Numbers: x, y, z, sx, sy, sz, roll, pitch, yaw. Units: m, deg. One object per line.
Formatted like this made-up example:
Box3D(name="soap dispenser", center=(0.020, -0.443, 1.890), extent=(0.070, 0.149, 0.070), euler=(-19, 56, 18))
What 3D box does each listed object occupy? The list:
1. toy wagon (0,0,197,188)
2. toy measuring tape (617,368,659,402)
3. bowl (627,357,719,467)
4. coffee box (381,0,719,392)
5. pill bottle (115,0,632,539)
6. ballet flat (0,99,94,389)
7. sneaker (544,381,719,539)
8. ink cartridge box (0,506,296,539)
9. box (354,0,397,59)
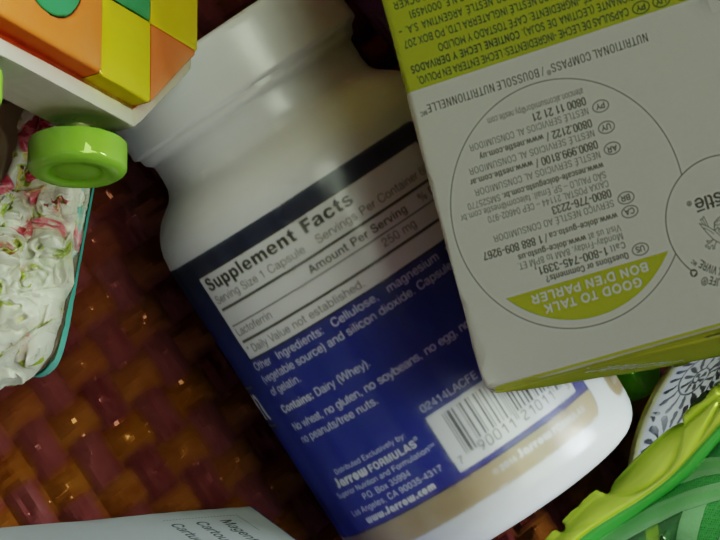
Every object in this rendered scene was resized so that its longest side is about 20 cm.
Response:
Box3D(name="toy wagon", center=(-0.117, -0.120, 0.938), extent=(0.200, 0.040, 0.155), euler=(29, 55, -56))
Box3D(name="toy measuring tape", center=(0.086, -0.031, 1.156), extent=(0.073, 0.074, 0.200), euler=(19, 60, -26))
Box3D(name="bowl", center=(0.208, 0.077, 1.156), extent=(0.201, 0.201, 0.094), euler=(54, 22, -8))
Box3D(name="coffee box", center=(0.138, -0.079, 0.991), extent=(0.200, 0.200, 0.198), euler=(-4, 78, -66))
Box3D(name="pill bottle", center=(0.000, 0.000, 1.061), extent=(0.116, 0.116, 0.200), euler=(-34, 93, -33))
Box3D(name="ballet flat", center=(-0.120, -0.058, 1.031), extent=(0.064, 0.076, 0.200), euler=(18, 66, -26))
Box3D(name="sneaker", center=(0.116, 0.113, 1.069), extent=(0.084, 0.200, 0.074), euler=(50, 19, 23))
Box3D(name="ink cartridge box", center=(-0.030, 0.129, 0.969), extent=(0.200, 0.196, 0.043), euler=(-4, 109, -31))
Box3D(name="box", center=(0.035, -0.175, 1.128), extent=(0.137, 0.039, 0.200), euler=(48, 44, -66))
